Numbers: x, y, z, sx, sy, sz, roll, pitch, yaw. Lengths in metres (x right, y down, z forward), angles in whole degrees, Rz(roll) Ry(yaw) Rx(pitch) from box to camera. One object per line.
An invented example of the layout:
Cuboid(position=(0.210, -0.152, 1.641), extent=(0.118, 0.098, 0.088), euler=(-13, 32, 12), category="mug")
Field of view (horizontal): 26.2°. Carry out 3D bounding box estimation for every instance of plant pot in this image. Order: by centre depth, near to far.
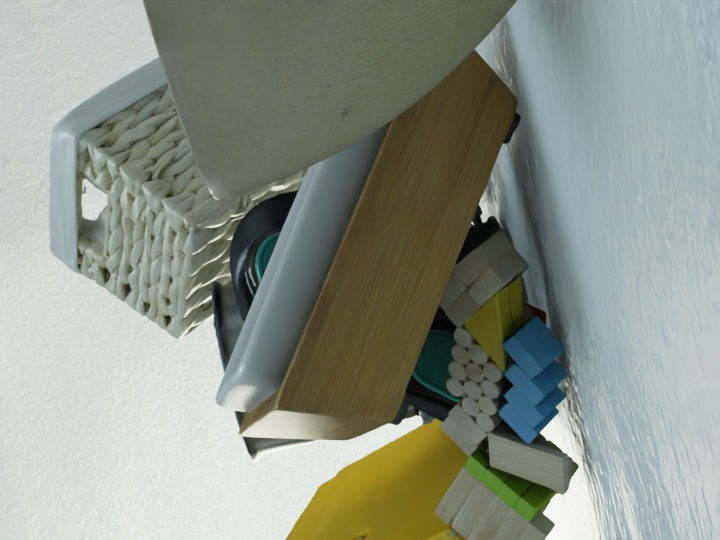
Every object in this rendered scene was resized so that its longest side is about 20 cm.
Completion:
Cuboid(position=(-0.009, -0.138, 0.541), extent=(0.200, 0.134, 0.201), euler=(-14, -90, -89), category="plant pot")

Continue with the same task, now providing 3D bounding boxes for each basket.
Cuboid(position=(-0.096, -0.065, 1.046), extent=(0.123, 0.200, 0.136), euler=(39, 142, 20), category="basket")

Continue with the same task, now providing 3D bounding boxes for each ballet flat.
Cuboid(position=(0.016, 0.042, 0.884), extent=(0.073, 0.199, 0.073), euler=(-57, 14, 22), category="ballet flat")

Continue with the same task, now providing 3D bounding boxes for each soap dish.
Cuboid(position=(0.002, -0.009, 0.765), extent=(0.157, 0.081, 0.201), euler=(133, 160, -76), category="soap dish")

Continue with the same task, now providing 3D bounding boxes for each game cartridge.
Cuboid(position=(0.019, 0.157, 0.981), extent=(0.033, 0.176, 0.200), euler=(55, -153, -8), category="game cartridge")

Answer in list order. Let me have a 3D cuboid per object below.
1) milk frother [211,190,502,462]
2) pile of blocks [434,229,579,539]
Cuboid(position=(0.000, 0.000, 1.010), extent=(0.200, 0.187, 0.181), euler=(-102, -1, -68), category="milk frother")
Cuboid(position=(0.088, 0.066, 0.816), extent=(0.062, 0.082, 0.201), euler=(-37, -45, -42), category="pile of blocks")
